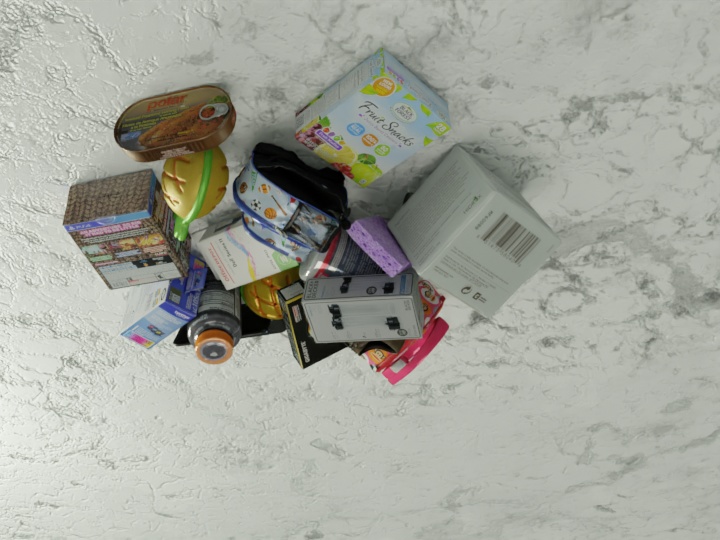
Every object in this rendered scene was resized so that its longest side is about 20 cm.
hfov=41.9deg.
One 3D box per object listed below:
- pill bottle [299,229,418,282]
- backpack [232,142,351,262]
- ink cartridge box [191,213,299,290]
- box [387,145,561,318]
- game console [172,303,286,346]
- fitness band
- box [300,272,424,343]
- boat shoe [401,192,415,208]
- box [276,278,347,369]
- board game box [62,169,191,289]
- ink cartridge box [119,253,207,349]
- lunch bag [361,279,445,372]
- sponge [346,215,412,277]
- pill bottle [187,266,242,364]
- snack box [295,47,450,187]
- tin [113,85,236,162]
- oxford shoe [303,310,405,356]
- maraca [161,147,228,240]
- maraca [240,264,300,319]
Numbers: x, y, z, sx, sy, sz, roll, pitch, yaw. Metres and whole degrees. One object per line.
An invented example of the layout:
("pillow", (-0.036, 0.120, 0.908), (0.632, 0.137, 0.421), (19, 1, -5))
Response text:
("pill bottle", (0.000, 0.000, 1.725), (0.199, 0.120, 0.120), (24, 136, -15))
("backpack", (-0.124, -0.122, 1.600), (0.190, 0.200, 0.154), (34, 107, -18))
("ink cartridge box", (-0.219, -0.040, 1.762), (0.199, 0.067, 0.117), (-19, 114, 20))
("box", (0.197, -0.067, 1.658), (0.199, 0.171, 0.200), (31, 110, -36))
("game console", (-0.269, 0.136, 1.972), (0.199, 0.117, 0.176), (-8, 146, 8))
("fitness band", (0.114, 0.165, 1.937), (0.037, 0.144, 0.200), (45, 150, 1))
("box", (0.006, 0.067, 1.663), (0.199, 0.060, 0.117), (-5, 135, 13))
("boat shoe", (0.101, -0.064, 1.781), (0.065, 0.075, 0.202), (3, 134, -9))
("box", (-0.070, 0.085, 1.849), (0.159, 0.049, 0.200), (-27, 137, -17))
("board game box", (-0.419, -0.070, 1.716), (0.159, 0.097, 0.200), (-9, 142, 8))
("ink cartridge box", (-0.375, 0.048, 1.828), (0.076, 0.137, 0.200), (30, 135, -30))
("lunch bag", (0.076, 0.118, 1.911), (0.082, 0.200, 0.176), (44, 124, 2))
("sponge", (0.044, -0.046, 1.643), (0.112, 0.200, 0.030), (45, 104, 5))
("pill bottle", (-0.285, 0.091, 1.837), (0.106, 0.200, 0.106), (-4, 129, -5))
("snack box", (0.019, -0.245, 1.542), (0.200, 0.068, 0.168), (-33, 133, 31))
("tin", (-0.295, -0.234, 1.503), (0.199, 0.112, 0.042), (-10, 152, 10))
("oxford shoe", (-0.014, 0.111, 1.756), (0.199, 0.085, 0.073), (12, 157, 6))
("maraca", (-0.284, -0.141, 1.585), (0.107, 0.137, 0.200), (10, 136, -22))
("maraca", (-0.147, 0.023, 1.850), (0.200, 0.107, 0.137), (-36, 122, 26))
